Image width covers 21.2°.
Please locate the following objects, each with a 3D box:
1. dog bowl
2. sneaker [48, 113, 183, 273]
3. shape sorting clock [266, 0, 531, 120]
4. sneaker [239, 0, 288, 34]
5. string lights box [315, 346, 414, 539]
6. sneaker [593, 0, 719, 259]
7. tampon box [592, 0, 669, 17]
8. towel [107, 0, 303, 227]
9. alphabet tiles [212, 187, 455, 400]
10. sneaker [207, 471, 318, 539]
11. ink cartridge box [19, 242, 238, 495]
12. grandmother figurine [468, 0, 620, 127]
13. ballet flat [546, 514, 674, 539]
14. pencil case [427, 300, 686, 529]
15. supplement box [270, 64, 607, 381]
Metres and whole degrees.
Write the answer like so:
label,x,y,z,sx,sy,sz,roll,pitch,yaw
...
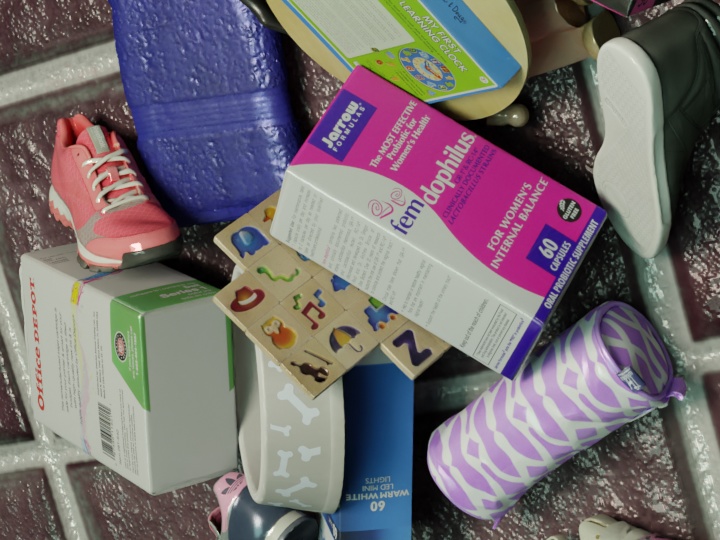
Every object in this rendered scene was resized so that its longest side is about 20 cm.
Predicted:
label,x,y,z,sx,sy,sz,roll,pitch,yaw
dog bowl,-0.057,0.079,1.401,0.058,0.200,0.202,-3,109,-10
sneaker,-0.197,-0.062,1.466,0.200,0.073,0.088,37,137,55
shape sorting clock,0.021,-0.170,1.248,0.199,0.039,0.201,27,156,13
sneaker,-0.059,-0.258,1.337,0.076,0.114,0.202,-7,100,32
string lights box,0.002,0.121,1.423,0.058,0.103,0.202,-3,108,-12
sneaker,0.207,-0.092,1.246,0.071,0.099,0.201,44,158,34
tampon box,0.133,-0.264,1.185,0.199,0.150,0.127,32,119,20
towel,-0.111,-0.135,1.453,0.146,0.049,0.202,-4,105,30
alphabet tiles,0.000,0.000,1.337,0.167,0.200,0.008,44,147,13
sneaker,-0.084,0.223,1.513,0.082,0.070,0.201,39,146,18
ink cartridge box,-0.183,0.070,1.503,0.199,0.083,0.147,21,118,51
grandmother figurine,0.075,-0.152,1.319,0.199,0.060,0.123,-20,86,33
ballet flat,0.161,0.220,1.386,0.199,0.069,0.072,-33,68,36
pencil case,0.135,0.101,1.352,0.085,0.084,0.200,41,128,-13
supplement box,0.050,-0.032,1.299,0.199,0.102,0.104,30,155,6
